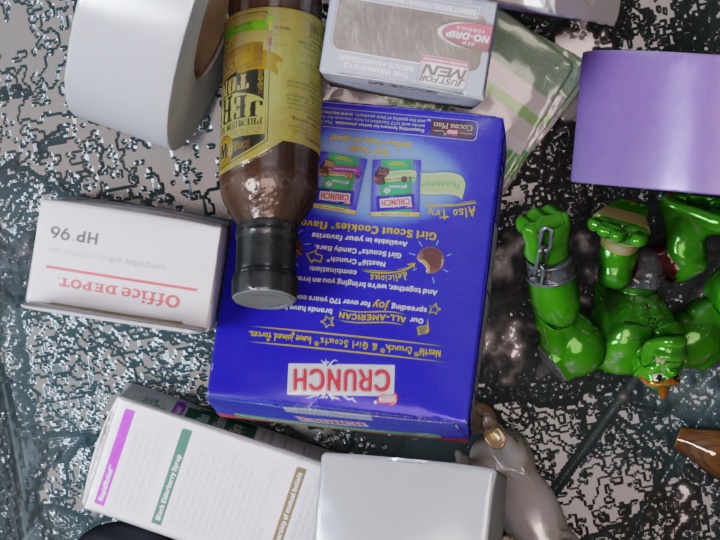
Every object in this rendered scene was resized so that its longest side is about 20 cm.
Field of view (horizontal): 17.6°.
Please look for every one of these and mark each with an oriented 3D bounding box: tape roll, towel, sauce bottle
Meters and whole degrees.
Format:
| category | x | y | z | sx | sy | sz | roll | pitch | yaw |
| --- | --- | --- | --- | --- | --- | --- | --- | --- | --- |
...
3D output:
| category | x | y | z | sx | sy | sz | roll | pitch | yaw |
| --- | --- | --- | --- | --- | --- | --- | --- | --- | --- |
| tape roll | -0.116 | -0.181 | 1.452 | 0.071 | 0.202 | 0.203 | 19 | 93 | 5 |
| towel | 0.038 | -0.092 | 1.548 | 0.152 | 0.023 | 0.200 | 33 | 93 | -1 |
| sauce bottle | -0.055 | -0.077 | 1.428 | 0.064 | 0.065 | 0.201 | 1 | 71 | 0 |
| tape roll | 0.235 | -0.088 | 1.460 | 0.199 | 0.200 | 0.085 | 4 | 93 | 0 |

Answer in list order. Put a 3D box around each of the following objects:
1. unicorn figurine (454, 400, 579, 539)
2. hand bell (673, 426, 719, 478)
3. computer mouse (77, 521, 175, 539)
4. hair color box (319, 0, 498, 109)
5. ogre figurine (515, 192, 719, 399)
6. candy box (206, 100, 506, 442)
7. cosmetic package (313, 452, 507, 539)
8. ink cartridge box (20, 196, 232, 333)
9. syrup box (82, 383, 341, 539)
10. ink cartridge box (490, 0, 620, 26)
| category | x | y | z | sx | sy | sz | roll | pitch | yaw |
| --- | --- | --- | --- | --- | --- | --- | --- | --- | --- |
| unicorn figurine | 0.109 | 0.171 | 1.521 | 0.074 | 0.137 | 0.201 | -14 | 78 | 9 |
| hand bell | 0.305 | 0.146 | 1.543 | 0.199 | 0.104 | 0.105 | 20 | 93 | 12 |
| computer mouse | -0.104 | 0.237 | 1.515 | 0.200 | 0.053 | 0.139 | 41 | 63 | -8 |
| hair color box | 0.029 | -0.138 | 1.436 | 0.099 | 0.200 | 0.061 | 9 | 93 | 0 |
| ogre figurine | 0.187 | 0.013 | 1.510 | 0.098 | 0.200 | 0.120 | 29 | 120 | 38 |
| candy box | 0.000 | 0.000 | 1.474 | 0.168 | 0.077 | 0.201 | 6 | 75 | 8 |
| cosmetic package | 0.025 | 0.215 | 1.420 | 0.112 | 0.081 | 0.201 | 6 | 81 | 11 |
| ink cartridge box | -0.143 | -0.006 | 1.463 | 0.115 | 0.200 | 0.068 | 8 | 93 | -1 |
| syrup box | -0.077 | 0.145 | 1.531 | 0.199 | 0.079 | 0.082 | 20 | 93 | -1 |
| ink cartridge box | 0.055 | -0.212 | 1.444 | 0.199 | 0.146 | 0.085 | 12 | 98 | 21 |
